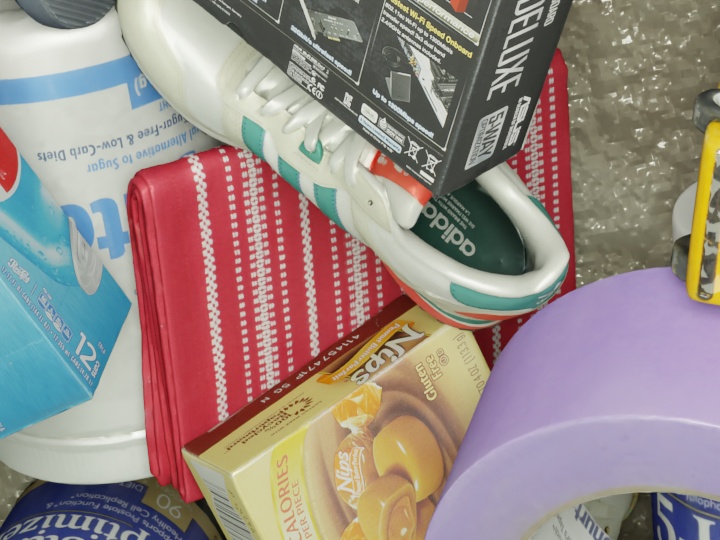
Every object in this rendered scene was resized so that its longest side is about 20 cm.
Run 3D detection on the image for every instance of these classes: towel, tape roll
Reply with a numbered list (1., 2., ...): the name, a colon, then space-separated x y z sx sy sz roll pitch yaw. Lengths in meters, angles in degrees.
1. towel: 0.000 0.000 1.113 0.199 0.022 0.146 -18 120 -26
2. tape roll: 0.128 0.102 1.009 0.198 0.085 0.201 12 131 14

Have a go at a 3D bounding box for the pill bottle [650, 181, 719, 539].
1. pill bottle: 0.174 0.064 1.115 0.119 0.120 0.201 0 116 14

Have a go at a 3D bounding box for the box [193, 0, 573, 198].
1. box: -0.013 -0.145 0.917 0.200 0.050 0.158 39 136 23

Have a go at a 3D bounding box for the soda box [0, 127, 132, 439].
1. soda box: -0.171 -0.033 1.019 0.067 0.064 0.200 -23 117 25

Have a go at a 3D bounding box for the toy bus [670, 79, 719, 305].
1. toy bus: 0.163 -0.051 1.011 0.078 0.200 0.066 10 115 9

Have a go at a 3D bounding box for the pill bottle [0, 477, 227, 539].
1. pill bottle: -0.129 0.173 1.198 0.111 0.200 0.113 6 118 11

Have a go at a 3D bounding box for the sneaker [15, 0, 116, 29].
1. sneaker: -0.127 -0.182 1.051 0.082 0.070 0.202 -8 71 29

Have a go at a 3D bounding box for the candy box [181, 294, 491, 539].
1. candy box: 0.025 0.126 1.110 0.115 0.055 0.201 -33 112 -18

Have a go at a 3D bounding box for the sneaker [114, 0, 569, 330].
1. sneaker: 0.000 -0.054 1.017 0.200 0.093 0.070 41 78 -11

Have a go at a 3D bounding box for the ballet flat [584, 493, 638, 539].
1. ballet flat: 0.075 0.120 1.196 0.070 0.071 0.201 31 120 -4

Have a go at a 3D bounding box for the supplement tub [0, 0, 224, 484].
1. supplement tub: -0.110 -0.030 1.130 0.131 0.132 0.201 -3 116 15
